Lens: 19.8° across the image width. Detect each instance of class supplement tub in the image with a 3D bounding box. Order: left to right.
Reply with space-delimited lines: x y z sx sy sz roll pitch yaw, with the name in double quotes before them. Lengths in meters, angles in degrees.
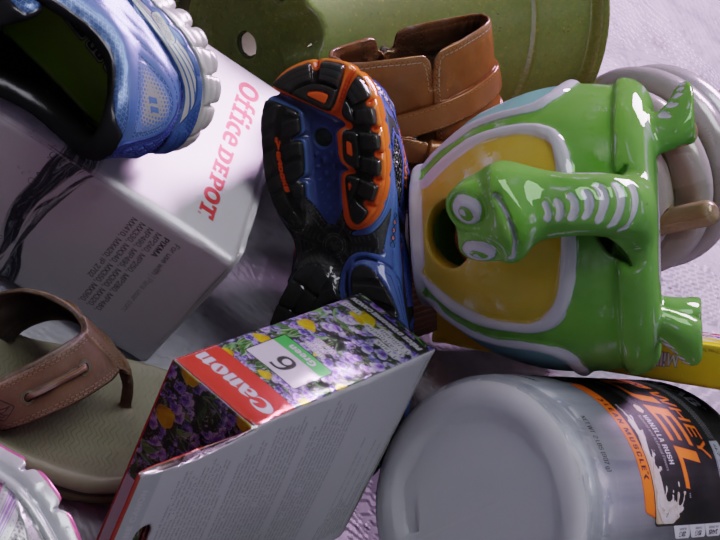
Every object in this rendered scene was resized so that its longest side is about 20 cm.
"supplement tub" 0.109 0.112 0.981 0.200 0.122 0.123 5 48 -54

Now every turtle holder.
"turtle holder" 0.089 -0.012 0.945 0.131 0.142 0.186 -2 25 9

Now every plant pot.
"plant pot" 0.000 -0.141 1.126 0.189 0.200 0.200 -21 68 -41

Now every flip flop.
"flip flop" -0.145 0.036 0.860 0.199 0.058 0.081 27 36 -24

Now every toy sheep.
"toy sheep" 0.179 -0.064 1.257 0.200 0.138 0.138 -21 68 -48

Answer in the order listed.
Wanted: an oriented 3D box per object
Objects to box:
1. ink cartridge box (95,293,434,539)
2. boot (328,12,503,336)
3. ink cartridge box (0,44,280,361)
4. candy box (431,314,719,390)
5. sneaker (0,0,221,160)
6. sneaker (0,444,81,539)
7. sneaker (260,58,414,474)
"ink cartridge box" -0.058 0.083 0.848 0.050 0.109 0.200 37 29 23
"boot" 0.065 -0.059 1.065 0.199 0.156 0.074 -20 28 -34
"ink cartridge box" -0.146 -0.072 0.957 0.199 0.084 0.145 33 35 -15
"candy box" 0.144 0.040 1.074 0.102 0.199 0.027 1 95 -47
"sneaker" -0.146 -0.127 0.870 0.200 0.079 0.089 48 32 7
"sneaker" -0.177 0.087 0.757 0.200 0.081 0.088 51 47 7
"sneaker" 0.000 0.000 0.969 0.075 0.201 0.078 5 11 20
